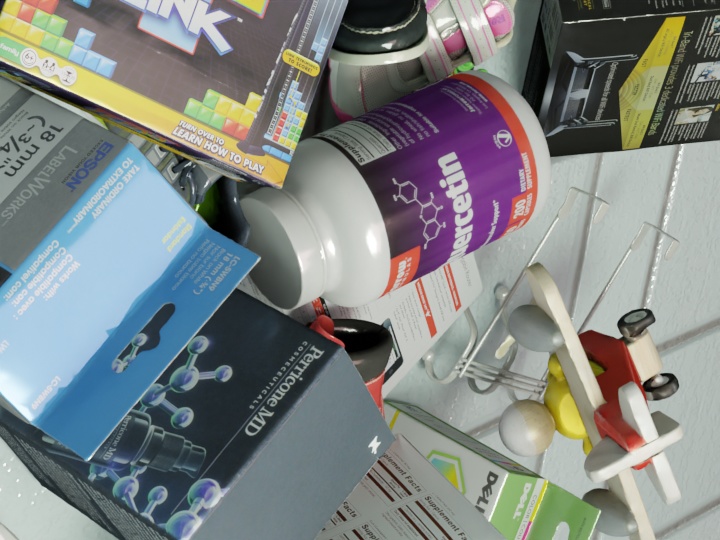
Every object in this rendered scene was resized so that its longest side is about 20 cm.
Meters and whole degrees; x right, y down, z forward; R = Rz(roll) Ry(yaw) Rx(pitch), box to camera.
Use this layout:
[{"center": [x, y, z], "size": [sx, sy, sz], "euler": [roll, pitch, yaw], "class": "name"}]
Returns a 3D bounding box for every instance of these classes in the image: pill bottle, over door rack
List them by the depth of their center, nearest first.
[{"center": [0.020, -0.048, 1.193], "size": [0.199, 0.112, 0.113], "euler": [-26, 131, -28], "class": "pill bottle"}, {"center": [0.149, 0.017, 1.499], "size": [0.200, 0.067, 0.147], "euler": [-50, 147, 16], "class": "over door rack"}]

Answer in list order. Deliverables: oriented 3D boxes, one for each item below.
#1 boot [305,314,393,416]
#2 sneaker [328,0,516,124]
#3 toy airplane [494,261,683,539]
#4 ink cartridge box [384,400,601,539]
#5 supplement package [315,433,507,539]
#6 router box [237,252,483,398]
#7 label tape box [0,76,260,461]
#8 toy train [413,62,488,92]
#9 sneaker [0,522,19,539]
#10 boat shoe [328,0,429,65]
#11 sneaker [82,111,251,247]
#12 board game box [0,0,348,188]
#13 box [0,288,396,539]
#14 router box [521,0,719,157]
[{"center": [-0.070, 0.100, 1.244], "size": [0.199, 0.072, 0.145], "euler": [-17, 134, -24], "class": "boot"}, {"center": [0.055, -0.174, 1.254], "size": [0.201, 0.088, 0.081], "euler": [-54, 144, -14], "class": "sneaker"}, {"center": [0.173, 0.114, 1.403], "size": [0.140, 0.201, 0.199], "euler": [-19, 154, 11], "class": "toy airplane"}, {"center": [0.075, 0.185, 1.407], "size": [0.059, 0.199, 0.105], "euler": [15, 99, -50], "class": "ink cartridge box"}, {"center": [-0.017, 0.251, 1.236], "size": [0.199, 0.147, 0.193], "euler": [-19, 126, -23], "class": "supplement package"}, {"center": [0.000, 0.000, 1.327], "size": [0.180, 0.049, 0.201], "euler": [-45, 141, -24], "class": "router box"}, {"center": [-0.174, -0.011, 0.968], "size": [0.144, 0.199, 0.063], "euler": [-50, 142, -18], "class": "label tape box"}, {"center": [0.080, -0.102, 1.376], "size": [0.056, 0.042, 0.200], "euler": [-42, 141, -11], "class": "toy train"}, {"center": [-0.250, 0.233, 1.127], "size": [0.118, 0.073, 0.201], "euler": [-44, 143, -35], "class": "sneaker"}, {"center": [0.004, -0.184, 1.125], "size": [0.200, 0.074, 0.067], "euler": [-87, 175, -63], "class": "boat shoe"}, {"center": [-0.113, -0.086, 1.101], "size": [0.074, 0.081, 0.201], "euler": [-46, 139, -23], "class": "sneaker"}, {"center": [-0.104, -0.158, 1.020], "size": [0.199, 0.057, 0.167], "euler": [22, 86, -35], "class": "board game box"}, {"center": [-0.108, 0.091, 1.116], "size": [0.149, 0.199, 0.107], "euler": [-50, 143, -19], "class": "box"}, {"center": [0.207, -0.157, 1.356], "size": [0.156, 0.053, 0.200], "euler": [-5, 155, -5], "class": "router box"}]
